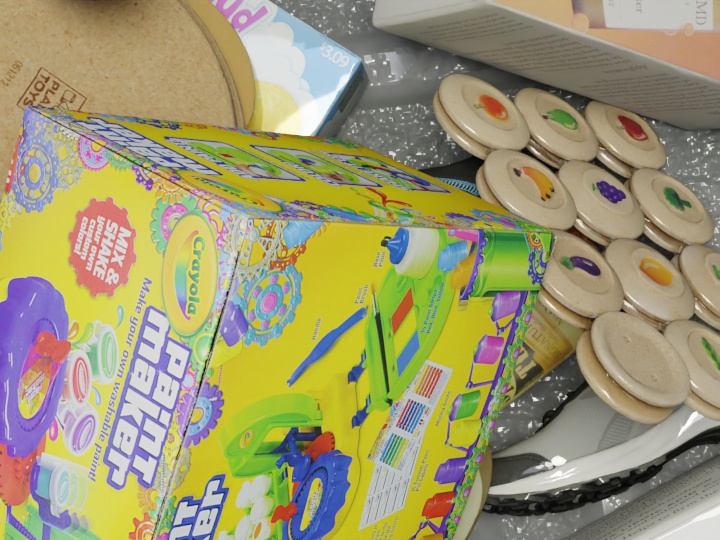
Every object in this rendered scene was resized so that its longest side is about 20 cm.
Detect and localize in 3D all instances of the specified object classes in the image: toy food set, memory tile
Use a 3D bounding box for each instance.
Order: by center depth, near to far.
[{"bbox_3d":[-0.143,-0.068,0.683,0.198,0.049,0.200,20,66,-22],"label":"toy food set"},{"bbox_3d":[0.122,-0.014,0.715,0.017,0.153,0.200,-52,50,35],"label":"memory tile"}]

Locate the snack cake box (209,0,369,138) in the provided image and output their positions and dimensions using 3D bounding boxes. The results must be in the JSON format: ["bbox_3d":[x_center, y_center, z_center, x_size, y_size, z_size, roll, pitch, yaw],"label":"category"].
[{"bbox_3d":[-0.109,-0.108,0.797,0.200,0.067,0.115,32,89,5],"label":"snack cake box"}]

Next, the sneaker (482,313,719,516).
[{"bbox_3d":[0.135,0.064,0.773,0.200,0.074,0.079,-25,75,-5],"label":"sneaker"}]

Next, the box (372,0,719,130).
[{"bbox_3d":[0.127,-0.164,0.724,0.200,0.106,0.153,13,86,-28],"label":"box"}]

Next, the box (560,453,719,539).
[{"bbox_3d":[0.219,0.179,0.724,0.200,0.131,0.199,-28,85,2],"label":"box"}]

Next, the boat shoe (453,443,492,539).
[{"bbox_3d":[-0.007,0.154,0.748,0.066,0.072,0.201,21,107,-19],"label":"boat shoe"}]

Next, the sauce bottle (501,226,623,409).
[{"bbox_3d":[0.042,0.054,0.778,0.200,0.066,0.066,-40,84,1],"label":"sauce bottle"}]

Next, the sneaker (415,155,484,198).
[{"bbox_3d":[0.000,0.000,0.764,0.200,0.082,0.073,-16,127,11],"label":"sneaker"}]

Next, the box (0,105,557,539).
[{"bbox_3d":[-0.048,0.054,0.617,0.122,0.192,0.200,27,106,35],"label":"box"}]
